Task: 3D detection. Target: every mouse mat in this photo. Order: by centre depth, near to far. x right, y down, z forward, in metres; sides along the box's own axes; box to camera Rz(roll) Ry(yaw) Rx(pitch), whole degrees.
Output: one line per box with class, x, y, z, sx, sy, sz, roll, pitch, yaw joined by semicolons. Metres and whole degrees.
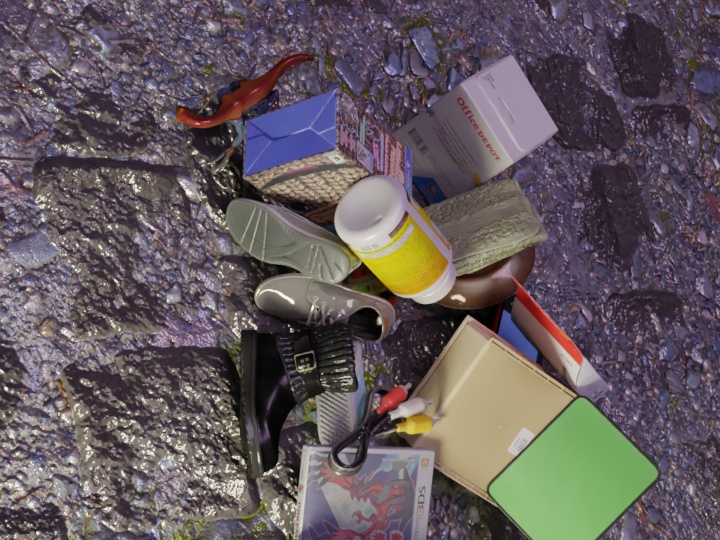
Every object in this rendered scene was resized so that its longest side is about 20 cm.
mouse mat;0.295;0.294;1.685;0.200;0.008;0.161;-45;72;0

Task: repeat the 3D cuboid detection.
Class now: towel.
towel;0.167;-0.064;1.816;0.199;0.037;0.149;-21;47;-5

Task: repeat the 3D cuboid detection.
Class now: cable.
cable;0.019;0.201;1.603;0.097;0.050;0.200;47;37;19

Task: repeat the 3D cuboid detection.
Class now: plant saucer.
plant saucer;0.166;-0.033;1.850;0.037;0.199;0.201;75;27;-52

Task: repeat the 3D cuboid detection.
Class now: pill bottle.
pill bottle;0.055;-0.036;1.669;0.200;0.109;0.110;47;45;-45

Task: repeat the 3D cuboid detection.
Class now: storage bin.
storage bin;0.185;0.208;1.735;0.198;0.094;0.200;34;93;-22

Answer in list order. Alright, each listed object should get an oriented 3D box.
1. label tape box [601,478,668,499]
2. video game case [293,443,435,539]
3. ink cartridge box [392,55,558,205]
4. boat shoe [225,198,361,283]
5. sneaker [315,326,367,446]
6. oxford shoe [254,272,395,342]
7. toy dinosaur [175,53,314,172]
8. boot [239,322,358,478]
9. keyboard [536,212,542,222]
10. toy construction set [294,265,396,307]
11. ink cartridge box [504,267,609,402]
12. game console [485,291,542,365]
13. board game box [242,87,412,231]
label tape box;0.330;0.307;1.798;0.144;0.200;0.064;-7;78;-39
video game case;0.005;0.325;1.610;0.199;0.023;0.183;6;89;-30
ink cartridge box;0.177;-0.216;1.915;0.145;0.200;0.148;-36;94;-41
boat shoe;-0.095;-0.045;1.683;0.201;0.075;0.065;23;21;17
sneaker;-0.021;0.176;1.692;0.082;0.074;0.201;50;36;-49
oxford shoe;-0.049;0.053;1.672;0.199;0.075;0.058;13;32;-5
toy dinosaur;-0.181;-0.246;1.699;0.105;0.200;0.181;40;18;3
boot;-0.079;0.167;1.590;0.157;0.079;0.212;1;67;-8
keyboard;0.176;-0.053;1.836;0.199;0.011;0.056;-25;48;-8
toy construction set;0.000;0.000;1.757;0.199;0.092;0.132;-14;102;-33
ink cartridge box;0.272;0.099;1.755;0.161;0.050;0.200;50;6;37
game console;0.248;0.101;1.884;0.172;0.119;0.201;33;54;-21
board game box;-0.044;-0.149;1.703;0.200;0.159;0.097;34;50;-50
